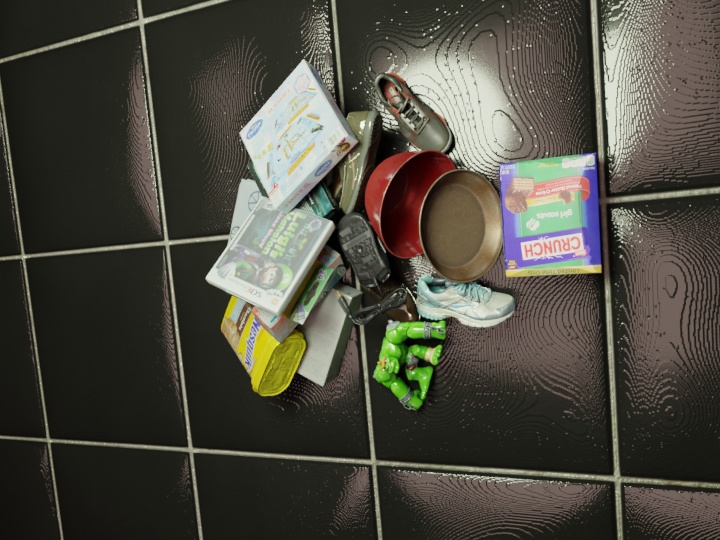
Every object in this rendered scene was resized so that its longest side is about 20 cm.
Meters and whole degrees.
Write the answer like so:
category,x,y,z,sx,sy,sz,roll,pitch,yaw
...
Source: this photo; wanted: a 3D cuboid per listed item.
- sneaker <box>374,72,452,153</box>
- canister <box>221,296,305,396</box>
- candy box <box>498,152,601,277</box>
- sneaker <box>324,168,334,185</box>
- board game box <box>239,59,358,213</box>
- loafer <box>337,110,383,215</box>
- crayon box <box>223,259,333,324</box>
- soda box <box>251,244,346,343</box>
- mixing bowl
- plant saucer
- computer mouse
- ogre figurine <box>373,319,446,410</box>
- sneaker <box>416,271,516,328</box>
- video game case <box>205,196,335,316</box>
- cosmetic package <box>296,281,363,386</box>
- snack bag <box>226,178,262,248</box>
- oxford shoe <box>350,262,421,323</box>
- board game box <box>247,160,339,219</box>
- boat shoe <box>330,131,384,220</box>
category,x,y,z,sx,sy,sz,roll,pitch,yaw
sneaker,0.091,-0.297,1.085,0.200,0.082,0.077,46,109,10
canister,-0.213,0.141,1.212,0.200,0.085,0.151,44,118,39
candy box,0.336,-0.095,1.017,0.164,0.077,0.207,-4,97,18
sneaker,-0.078,-0.268,1.151,0.070,0.079,0.207,-9,90,30
board game box,-0.122,-0.250,1.069,0.199,0.041,0.203,-39,63,23
loafer,-0.010,-0.204,1.072,0.068,0.075,0.206,21,112,20
crayon box,-0.165,0.006,1.076,0.196,0.052,0.128,18,65,26
soda box,-0.118,0.040,1.117,0.063,0.069,0.200,35,72,28
mixing bowl,0.081,-0.138,1.069,0.108,0.197,0.205,34,109,44
plant saucer,0.181,-0.081,1.049,0.036,0.195,0.207,5,101,61
computer mouse,0.000,0.000,1.095,0.139,0.046,0.203,-32,85,25
ogre figurine,0.093,0.180,1.137,0.117,0.099,0.203,18,136,7
sneaker,0.193,0.050,1.070,0.194,0.078,0.088,2,122,24
video game case,-0.167,-0.033,1.055,0.178,0.024,0.203,20,67,27
cosmetic package,-0.076,0.125,1.204,0.099,0.071,0.205,23,104,19
snack bag,-0.194,-0.073,1.180,0.184,0.021,0.206,16,95,25
oxford shoe,0.043,0.040,1.144,0.073,0.084,0.201,-45,82,18
board game box,-0.136,-0.166,1.125,0.134,0.028,0.204,-35,74,25
boat shoe,-0.017,-0.204,1.151,0.074,0.074,0.204,40,111,45
